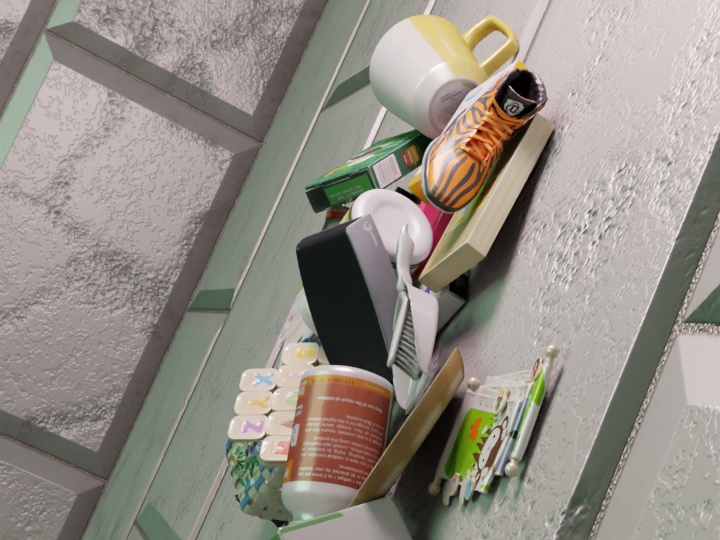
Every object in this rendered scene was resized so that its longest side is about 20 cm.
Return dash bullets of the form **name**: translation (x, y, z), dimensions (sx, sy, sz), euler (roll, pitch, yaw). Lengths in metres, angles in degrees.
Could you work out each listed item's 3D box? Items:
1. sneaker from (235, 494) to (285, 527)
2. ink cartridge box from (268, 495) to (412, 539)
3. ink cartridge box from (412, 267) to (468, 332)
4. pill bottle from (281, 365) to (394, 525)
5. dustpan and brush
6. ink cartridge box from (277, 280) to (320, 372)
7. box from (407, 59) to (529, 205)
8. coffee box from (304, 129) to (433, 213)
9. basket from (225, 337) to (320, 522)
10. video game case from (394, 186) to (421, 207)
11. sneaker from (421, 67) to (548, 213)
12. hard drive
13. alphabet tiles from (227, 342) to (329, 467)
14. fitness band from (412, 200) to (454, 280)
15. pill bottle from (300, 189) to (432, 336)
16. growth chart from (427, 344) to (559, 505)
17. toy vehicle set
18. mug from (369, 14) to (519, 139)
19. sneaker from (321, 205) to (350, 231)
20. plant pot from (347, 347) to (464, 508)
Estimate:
- **sneaker**: translation (-0.121, 0.257, 1.833), dimensions (0.076, 0.090, 0.201), euler (-59, 13, 35)
- **ink cartridge box**: translation (-0.051, 0.320, 1.321), dimensions (0.088, 0.144, 0.200), euler (61, 138, 24)
- **ink cartridge box**: translation (0.064, 0.059, 1.604), dimensions (0.200, 0.037, 0.095), euler (-48, 21, 36)
- **pill bottle**: translation (-0.029, 0.218, 1.487), dimensions (0.112, 0.111, 0.202), euler (143, 140, -61)
- **dustpan and brush**: translation (0.054, 0.043, 1.469), dimensions (0.140, 0.057, 0.202), euler (111, 172, -67)
- **ink cartridge box**: translation (-0.049, 0.062, 1.851), dimensions (0.117, 0.067, 0.201), euler (-50, 18, 41)
- **box**: translation (0.144, -0.180, 1.646), dimensions (0.119, 0.041, 0.201), euler (-28, 27, 57)
- **coffee box**: translation (0.026, -0.145, 1.840), dimensions (0.122, 0.044, 0.200), euler (-16, 14, 37)
- **basket**: translation (-0.096, 0.209, 1.721), dimensions (0.177, 0.138, 0.201), euler (-53, 26, 38)
- **video game case**: translation (0.033, -0.015, 1.887), dimensions (0.202, 0.025, 0.181), euler (-62, 14, 5)
- **sneaker**: translation (0.141, -0.159, 1.485), dimensions (0.201, 0.077, 0.112), euler (-60, 9, -31)
- **hard drive**: translation (-0.006, 0.045, 1.566), dimensions (0.042, 0.202, 0.134), euler (-20, 2, -43)
- **alphabet tiles**: translation (-0.062, 0.161, 1.630), dimensions (0.201, 0.193, 0.015), euler (-80, -15, -48)
- **fitness band**: translation (0.101, -0.070, 1.708), dimensions (0.202, 0.037, 0.144), euler (-63, 13, 2)
- **pill bottle**: translation (0.000, 0.000, 1.657), dimensions (0.200, 0.111, 0.113), euler (-53, 17, 42)
- **growth chart**: translation (0.124, 0.154, 1.265), dimensions (0.200, 0.018, 0.146), euler (-33, 35, 67)
- **toy vehicle set**: translation (0.143, -0.077, 1.507), dimensions (0.201, 0.026, 0.124), euler (-60, 10, -28)
- **mug**: translation (0.112, -0.267, 1.796), dimensions (0.188, 0.148, 0.153), euler (-64, 29, 20)
- **sneaker**: translation (-0.002, -0.037, 1.773), dimensions (0.082, 0.077, 0.200), euler (-58, 20, -11)
- **plant pot**: translation (0.053, 0.169, 1.368), dimensions (0.201, 0.027, 0.200), euler (-54, -5, -7)
